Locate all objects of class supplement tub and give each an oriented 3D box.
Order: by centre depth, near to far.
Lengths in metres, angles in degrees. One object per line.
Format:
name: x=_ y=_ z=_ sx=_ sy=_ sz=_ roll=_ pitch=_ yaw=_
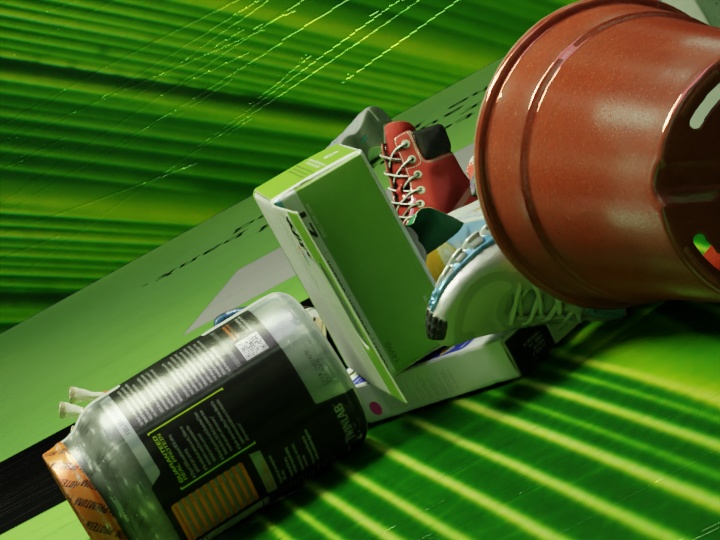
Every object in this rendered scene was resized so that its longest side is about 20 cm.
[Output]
supplement tub: x=-0.105 y=0.113 z=1.451 sx=0.200 sy=0.123 sz=0.123 roll=-31 pitch=8 yaw=-11

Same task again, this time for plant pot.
plant pot: x=0.197 y=-0.064 z=1.278 sx=0.200 sy=0.201 sz=0.195 roll=-32 pitch=17 yaw=-15

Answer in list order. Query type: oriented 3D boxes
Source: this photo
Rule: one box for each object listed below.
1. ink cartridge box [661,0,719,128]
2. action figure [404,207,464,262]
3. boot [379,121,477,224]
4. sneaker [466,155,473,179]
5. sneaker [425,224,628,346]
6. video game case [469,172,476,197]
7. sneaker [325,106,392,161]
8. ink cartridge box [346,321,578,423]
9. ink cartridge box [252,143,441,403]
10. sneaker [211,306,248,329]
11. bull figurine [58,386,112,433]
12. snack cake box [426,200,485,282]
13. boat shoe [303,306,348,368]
ink cartridge box: x=0.271 y=-0.172 z=1.598 sx=0.085 sy=0.200 sz=0.144 roll=-28 pitch=7 yaw=42
action figure: x=0.000 y=0.000 z=1.670 sx=0.118 sy=0.055 sz=0.200 roll=0 pitch=-12 yaw=-12
boot: x=0.036 y=-0.047 z=1.857 sx=0.072 sy=0.145 sz=0.200 roll=-21 pitch=13 yaw=39
sneaker: x=0.151 y=-0.093 z=2.017 sx=0.108 sy=0.067 sz=0.201 roll=-29 pitch=5 yaw=16
sneaker: x=0.128 y=0.006 z=1.395 sx=0.200 sy=0.087 sz=0.075 roll=-27 pitch=-36 yaw=-35
video game case: x=0.164 y=-0.083 z=1.760 sx=0.142 sy=0.019 sz=0.200 roll=-7 pitch=-2 yaw=1
sneaker: x=-0.012 y=-0.179 z=3.117 sx=0.080 sy=0.071 sz=0.200 roll=-28 pitch=8 yaw=34
ink cartridge box: x=0.061 y=0.060 z=1.500 sx=0.200 sy=0.037 sz=0.095 roll=-18 pitch=15 yaw=46
ink cartridge box: x=0.006 y=-0.001 z=1.434 sx=0.076 sy=0.148 sz=0.200 roll=-30 pitch=10 yaw=-7
sneaker: x=-0.085 y=0.064 z=1.809 sx=0.077 sy=0.085 sz=0.200 roll=-30 pitch=7 yaw=-1
bull figurine: x=-0.187 y=0.130 z=1.786 sx=0.121 sy=0.065 sz=0.200 roll=3 pitch=0 yaw=-1
snack cake box: x=0.126 y=-0.027 z=1.639 sx=0.115 sy=0.067 sz=0.200 roll=-23 pitch=5 yaw=-23
boat shoe: x=-0.032 y=0.072 z=1.664 sx=0.068 sy=0.075 sz=0.200 roll=-11 pitch=12 yaw=13
